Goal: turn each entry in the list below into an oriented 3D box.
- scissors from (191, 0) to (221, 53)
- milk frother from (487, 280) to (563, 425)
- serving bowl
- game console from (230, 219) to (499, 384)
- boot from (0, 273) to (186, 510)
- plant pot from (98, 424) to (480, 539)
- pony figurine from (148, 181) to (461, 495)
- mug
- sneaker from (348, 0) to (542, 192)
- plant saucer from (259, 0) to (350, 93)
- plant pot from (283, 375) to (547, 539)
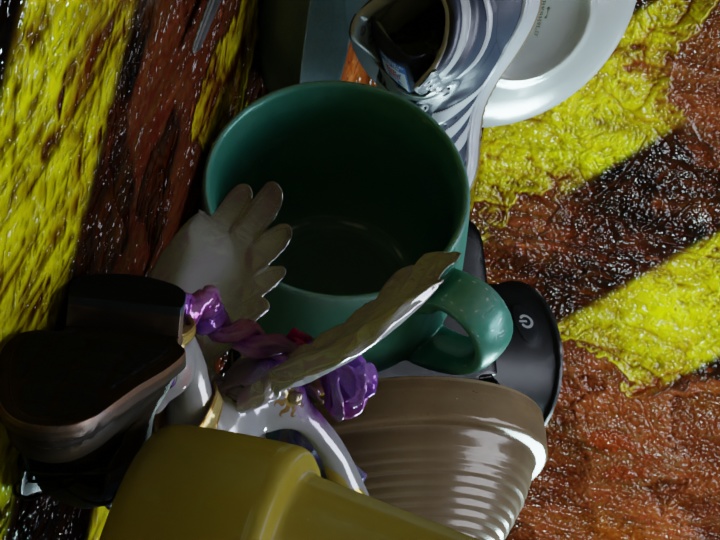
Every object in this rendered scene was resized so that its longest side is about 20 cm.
[{"bbox_3d":[-0.065,-0.187,1.280,0.200,0.014,0.073,-67,169,-58],"label":"scissors"},{"bbox_3d":[0.005,0.075,1.676,0.181,0.187,0.201,59,-46,41],"label":"milk frother"},{"bbox_3d":[0.093,-0.171,1.494,0.066,0.199,0.201,-124,-146,-51],"label":"serving bowl"},{"bbox_3d":[-0.017,0.068,1.515,0.176,0.199,0.117,-58,-133,39],"label":"game console"},{"bbox_3d":[-0.112,0.071,1.011,0.200,0.074,0.098,-63,160,-75],"label":"boot"},{"bbox_3d":[-0.009,0.178,0.997,0.201,0.188,0.202,9,90,-82],"label":"plant pot"},{"bbox_3d":[-0.052,0.061,1.204,0.193,0.166,0.201,-41,130,-37],"label":"pony figurine"},{"bbox_3d":[-0.011,-0.002,1.355,0.115,0.151,0.186,95,-21,-56],"label":"mug"},{"bbox_3d":[0.030,-0.098,1.415,0.108,0.070,0.201,-17,136,-53],"label":"sneaker"},{"bbox_3d":[-0.032,-0.173,1.469,0.201,0.038,0.202,11,90,-84],"label":"plant saucer"},{"bbox_3d":[0.014,0.140,1.387,0.201,0.200,0.093,87,-3,-65],"label":"plant pot"}]
